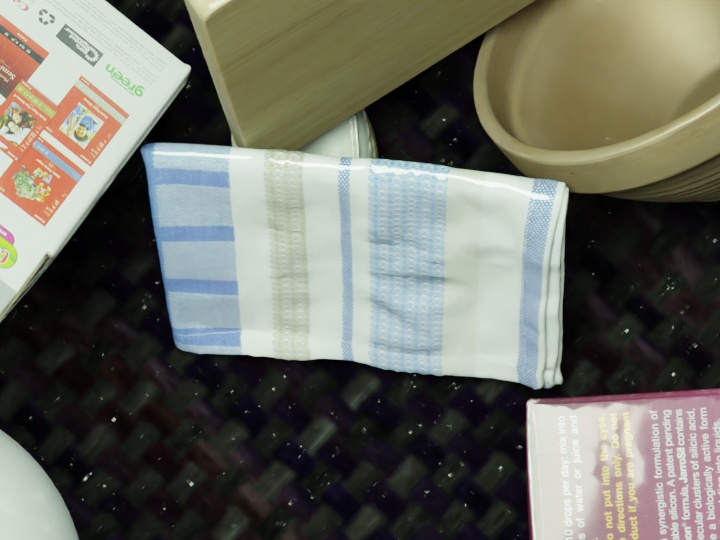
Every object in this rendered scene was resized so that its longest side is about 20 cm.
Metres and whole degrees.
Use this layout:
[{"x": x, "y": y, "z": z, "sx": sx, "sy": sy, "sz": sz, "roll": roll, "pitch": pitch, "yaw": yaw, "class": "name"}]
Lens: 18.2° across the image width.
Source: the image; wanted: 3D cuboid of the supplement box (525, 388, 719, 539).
[{"x": 0.176, "y": 0.109, "z": 1.028, "sx": 0.199, "sy": 0.131, "sz": 0.104, "roll": -4, "pitch": 82, "yaw": 3, "class": "supplement box"}]

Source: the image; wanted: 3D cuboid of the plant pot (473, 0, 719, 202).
[{"x": 0.159, "y": -0.099, "z": 1.051, "sx": 0.201, "sy": 0.201, "sz": 0.093, "roll": -42, "pitch": 124, "yaw": -1, "class": "plant pot"}]

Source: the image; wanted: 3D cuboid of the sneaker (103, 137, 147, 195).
[{"x": -0.203, "y": -0.075, "z": 1.080, "sx": 0.199, "sy": 0.090, "sz": 0.070, "roll": 21, "pitch": 111, "yaw": -4, "class": "sneaker"}]

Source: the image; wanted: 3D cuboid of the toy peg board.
[{"x": 0.003, "y": -0.162, "z": 0.980, "sx": 0.199, "sy": 0.199, "sz": 0.098, "roll": -32, "pitch": 75, "yaw": -5, "class": "toy peg board"}]

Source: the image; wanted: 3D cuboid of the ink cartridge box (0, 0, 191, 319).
[{"x": -0.206, "y": -0.078, "z": 0.983, "sx": 0.200, "sy": 0.084, "sz": 0.176, "roll": 39, "pitch": 51, "yaw": -8, "class": "ink cartridge box"}]

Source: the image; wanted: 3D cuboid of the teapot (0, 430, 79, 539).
[{"x": -0.198, "y": 0.167, "z": 1.006, "sx": 0.199, "sy": 0.146, "sz": 0.199, "roll": -13, "pitch": 122, "yaw": -29, "class": "teapot"}]

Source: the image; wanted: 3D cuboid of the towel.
[{"x": 0.000, "y": 0.000, "z": 1.053, "sx": 0.199, "sy": 0.147, "sz": 0.024, "roll": 6, "pitch": 52, "yaw": 6, "class": "towel"}]

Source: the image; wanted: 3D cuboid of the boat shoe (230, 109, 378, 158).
[{"x": -0.035, "y": -0.099, "z": 1.097, "sx": 0.074, "sy": 0.068, "sz": 0.201, "roll": -11, "pitch": 83, "yaw": 3, "class": "boat shoe"}]
